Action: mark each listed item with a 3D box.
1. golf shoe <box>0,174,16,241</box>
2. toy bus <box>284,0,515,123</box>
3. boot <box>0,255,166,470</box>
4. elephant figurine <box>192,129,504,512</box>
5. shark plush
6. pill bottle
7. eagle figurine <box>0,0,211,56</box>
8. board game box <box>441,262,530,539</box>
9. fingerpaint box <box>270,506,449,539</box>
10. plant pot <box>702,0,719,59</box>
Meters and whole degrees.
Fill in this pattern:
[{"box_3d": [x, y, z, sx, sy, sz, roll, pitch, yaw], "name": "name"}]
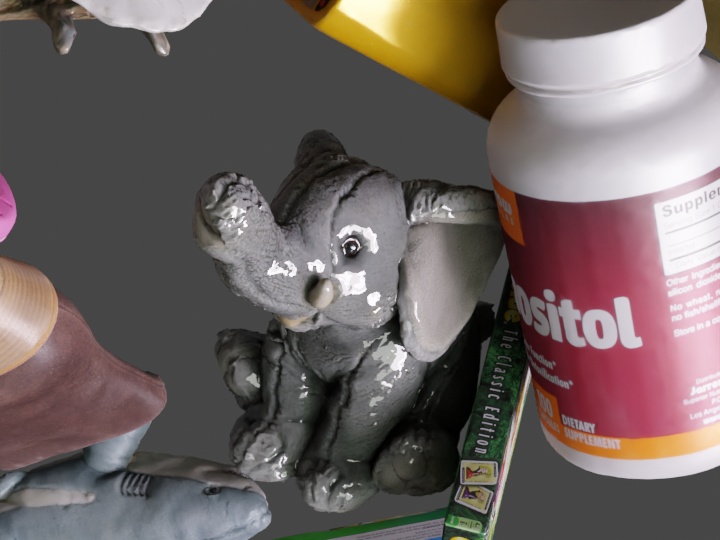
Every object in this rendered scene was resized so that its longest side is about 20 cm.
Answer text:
[{"box_3d": [-0.241, -0.037, 0.852, 0.199, 0.076, 0.092, 18, 121, -28], "name": "golf shoe"}, {"box_3d": [0.026, -0.120, 0.922, 0.199, 0.078, 0.065, 25, 105, -34], "name": "toy bus"}, {"box_3d": [-0.203, 0.063, 0.917, 0.199, 0.073, 0.166, -22, 148, 16], "name": "boot"}, {"box_3d": [0.000, 0.000, 0.936, 0.140, 0.156, 0.201, -2, 129, -2], "name": "elephant figurine"}, {"box_3d": [-0.145, 0.125, 0.972, 0.198, 0.083, 0.091, -13, 126, -18], "name": "shark plush"}, {"box_3d": [0.116, -0.022, 0.896, 0.112, 0.113, 0.201, -20, 115, -14], "name": "pill bottle"}, {"box_3d": [-0.112, -0.188, 0.782, 0.150, 0.152, 0.202, 9, 114, 11], "name": "eagle figurine"}, {"box_3d": [0.063, 0.073, 0.978, 0.023, 0.201, 0.105, 13, 138, 5], "name": "board game box"}, {"box_3d": [-0.029, 0.225, 1.093, 0.198, 0.073, 0.168, -7, 121, -22], "name": "fingerpaint box"}, {"box_3d": [0.226, -0.161, 0.937, 0.195, 0.194, 0.200, -34, 136, -5], "name": "plant pot"}]
